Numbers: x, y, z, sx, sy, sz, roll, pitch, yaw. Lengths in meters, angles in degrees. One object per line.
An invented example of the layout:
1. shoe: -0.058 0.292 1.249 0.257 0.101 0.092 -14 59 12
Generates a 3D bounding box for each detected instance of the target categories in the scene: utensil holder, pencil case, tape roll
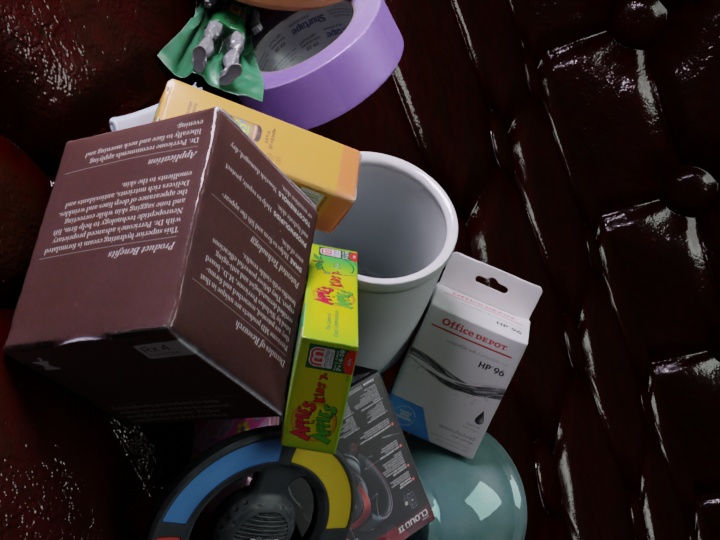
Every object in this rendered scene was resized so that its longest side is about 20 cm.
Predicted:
1. utensil holder: 0.000 0.000 1.173 0.200 0.169 0.170 106 -11 -54
2. pencil case: -0.110 0.122 1.000 0.087 0.087 0.201 17 78 -63
3. tape roll: -0.053 -0.246 1.250 0.066 0.199 0.200 57 29 -34

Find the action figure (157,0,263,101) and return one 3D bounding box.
1. action figure: -0.148 -0.270 1.212 0.118 0.055 0.200 25 35 -17

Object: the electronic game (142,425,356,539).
1. electronic game: -0.093 0.223 0.941 0.042 0.200 0.200 40 -12 50

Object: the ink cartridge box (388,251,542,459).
1. ink cartridge box: 0.113 0.095 1.211 0.068 0.116 0.201 -63 175 -67

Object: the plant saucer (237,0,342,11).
1. plant saucer: -0.101 -0.346 1.247 0.201 0.200 0.032 -69 173 -53

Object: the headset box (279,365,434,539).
1. headset box: -0.022 0.219 1.121 0.148 0.075 0.201 -29 106 -26

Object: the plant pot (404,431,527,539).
1. plant pot: 0.073 0.281 1.264 0.134 0.200 0.201 1 75 -49

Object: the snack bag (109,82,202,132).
1. snack bag: -0.178 -0.075 1.091 0.189 0.021 0.201 -44 120 -62

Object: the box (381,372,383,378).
1. box: -0.019 0.117 1.265 0.049 0.082 0.201 52 32 -43

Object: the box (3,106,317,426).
1. box: -0.155 0.003 0.897 0.164 0.165 0.201 46 45 -50

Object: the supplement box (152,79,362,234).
1. supplement box: -0.102 -0.106 1.035 0.199 0.069 0.067 21 52 -17

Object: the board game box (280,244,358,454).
1. board game box: -0.034 0.062 0.958 0.200 0.047 0.102 -92 -168 -67
